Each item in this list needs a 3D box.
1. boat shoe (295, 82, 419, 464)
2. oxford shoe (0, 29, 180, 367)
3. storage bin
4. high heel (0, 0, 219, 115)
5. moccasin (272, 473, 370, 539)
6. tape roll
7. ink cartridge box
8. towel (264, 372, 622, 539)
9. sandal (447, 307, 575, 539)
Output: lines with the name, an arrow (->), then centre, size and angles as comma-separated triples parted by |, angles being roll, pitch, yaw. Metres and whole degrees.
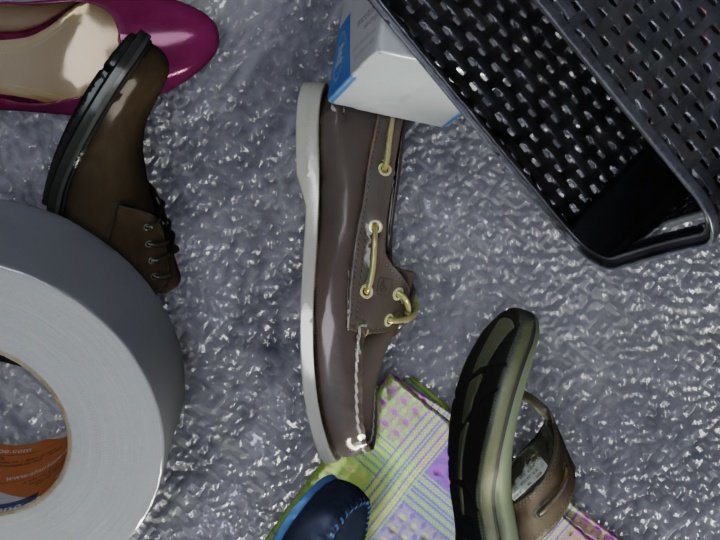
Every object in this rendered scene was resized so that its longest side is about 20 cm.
boat shoe -> 0.000, 0.000, 1.082 | 0.059, 0.072, 0.201 | -2, 84, 6
oxford shoe -> -0.126, -0.031, 1.086 | 0.084, 0.073, 0.201 | 19, 117, -1
storage bin -> 0.098, -0.110, 0.900 | 0.094, 0.135, 0.200 | -42, 97, -17
high heel -> -0.177, -0.112, 1.083 | 0.199, 0.096, 0.068 | -9, 91, 6
moccasin -> -0.019, 0.198, 1.072 | 0.068, 0.080, 0.201 | 29, 124, 26
tape roll -> -0.193, 0.065, 1.065 | 0.199, 0.066, 0.201 | 3, 120, 5
ink cartridge box -> 0.040, -0.184, 1.026 | 0.068, 0.116, 0.201 | 11, 80, -11
towel -> 0.055, 0.167, 1.107 | 0.200, 0.023, 0.144 | 38, 96, 4
sandal -> 0.080, 0.118, 1.062 | 0.057, 0.080, 0.202 | -1, 98, -11
